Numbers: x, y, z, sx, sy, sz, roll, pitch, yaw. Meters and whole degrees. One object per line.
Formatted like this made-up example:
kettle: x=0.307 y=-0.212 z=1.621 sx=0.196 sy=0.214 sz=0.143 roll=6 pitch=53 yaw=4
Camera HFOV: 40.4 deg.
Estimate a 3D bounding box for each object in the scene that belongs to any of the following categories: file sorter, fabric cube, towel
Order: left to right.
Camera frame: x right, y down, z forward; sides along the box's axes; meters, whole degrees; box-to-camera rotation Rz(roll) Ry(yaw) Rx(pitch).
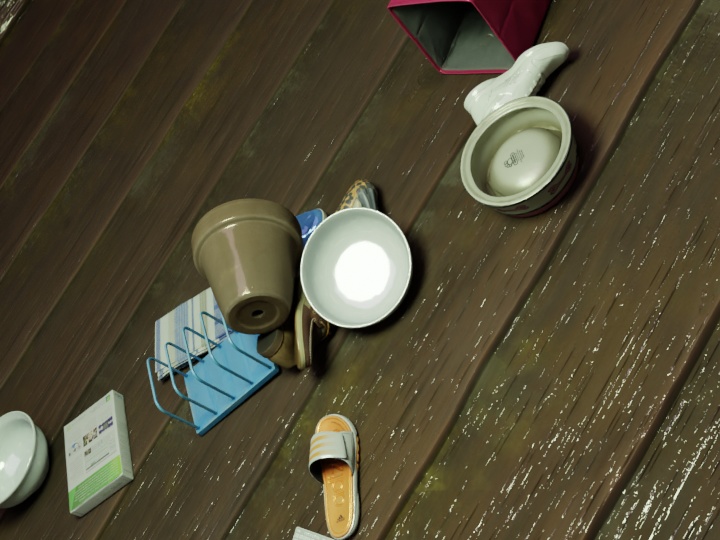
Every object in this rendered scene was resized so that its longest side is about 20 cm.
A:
towel: x=-0.322 y=0.114 z=1.902 sx=0.198 sy=0.024 sz=0.149 roll=-30 pitch=46 yaw=19
file sorter: x=-0.269 y=0.165 z=1.749 sx=0.199 sy=0.122 sz=0.140 roll=-39 pitch=46 yaw=15
fabric cube: x=0.201 y=-0.489 z=1.727 sx=0.194 sy=0.199 sz=0.202 roll=11 pitch=70 yaw=43

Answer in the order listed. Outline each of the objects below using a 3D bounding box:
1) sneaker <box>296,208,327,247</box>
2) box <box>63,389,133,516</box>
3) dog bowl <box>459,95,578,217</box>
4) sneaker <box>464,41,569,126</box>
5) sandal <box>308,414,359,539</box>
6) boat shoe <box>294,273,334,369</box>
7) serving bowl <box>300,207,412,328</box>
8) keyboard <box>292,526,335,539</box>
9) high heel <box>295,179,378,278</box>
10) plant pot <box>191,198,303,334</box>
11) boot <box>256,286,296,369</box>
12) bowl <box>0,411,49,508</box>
sneaker: x=-0.159 y=-0.059 z=1.813 sx=0.199 sy=0.111 sz=0.077 roll=-38 pitch=46 yaw=14
box: x=-0.510 y=0.353 z=1.897 sx=0.143 sy=0.036 sz=0.202 roll=-35 pitch=45 yaw=17
dog bowl: x=0.262 y=-0.175 z=1.570 sx=0.197 sy=0.074 sz=0.204 roll=-20 pitch=53 yaw=29
sneaker: x=0.276 y=-0.304 z=1.656 sx=0.198 sy=0.075 sz=0.101 roll=-35 pitch=65 yaw=17
sandal: x=-0.043 y=0.310 z=1.522 sx=0.078 sy=0.059 sz=0.210 roll=-28 pitch=49 yaw=22
boat shoe: x=-0.076 y=0.083 z=1.681 sx=0.070 sy=0.073 sz=0.202 roll=3 pitch=42 yaw=-1
serving bowl: x=0.000 y=0.000 z=1.655 sx=0.196 sy=0.066 sz=0.205 roll=-4 pitch=78 yaw=18
keyboard: x=-0.034 y=0.438 z=1.470 sx=0.197 sy=0.011 sz=0.057 roll=6 pitch=68 yaw=42
high heel: x=-0.044 y=-0.076 z=1.774 sx=0.199 sy=0.071 sz=0.144 roll=-36 pitch=36 yaw=19
plant pot: x=-0.185 y=0.009 z=1.674 sx=0.198 sy=0.200 sz=0.177 roll=-31 pitch=49 yaw=19
boot: x=-0.135 y=0.093 z=1.738 sx=0.073 sy=0.075 sz=0.202 roll=-35 pitch=31 yaw=29
bowl: x=-0.696 y=0.396 z=1.981 sx=0.198 sy=0.090 sz=0.205 roll=-20 pitch=52 yaw=28
